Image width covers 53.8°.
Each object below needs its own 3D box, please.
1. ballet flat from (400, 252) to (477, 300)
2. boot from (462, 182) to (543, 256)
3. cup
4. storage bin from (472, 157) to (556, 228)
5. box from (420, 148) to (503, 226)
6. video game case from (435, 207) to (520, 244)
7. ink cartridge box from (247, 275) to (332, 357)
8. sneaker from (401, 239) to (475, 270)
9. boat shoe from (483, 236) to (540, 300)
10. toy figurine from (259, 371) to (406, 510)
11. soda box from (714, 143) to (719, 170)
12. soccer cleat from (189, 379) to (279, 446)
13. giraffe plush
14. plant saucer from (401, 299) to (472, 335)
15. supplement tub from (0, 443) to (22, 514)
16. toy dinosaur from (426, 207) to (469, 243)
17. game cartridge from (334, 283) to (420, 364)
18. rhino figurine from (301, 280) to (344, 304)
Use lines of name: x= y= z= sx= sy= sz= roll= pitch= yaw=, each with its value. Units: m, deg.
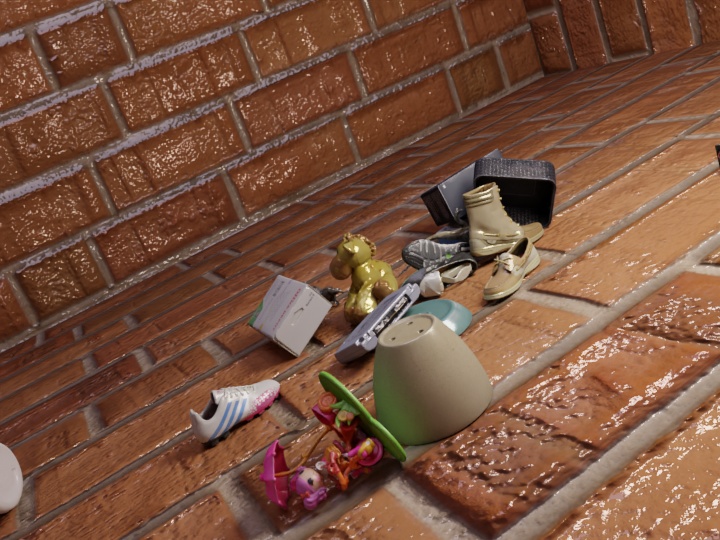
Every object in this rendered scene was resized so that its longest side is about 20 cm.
ballet flat: x=0.182 y=0.015 z=1.607 sx=0.197 sy=0.069 sz=0.068 roll=-29 pitch=26 yaw=-17
boot: x=0.334 y=-0.130 z=1.662 sx=0.196 sy=0.159 sz=0.073 roll=-15 pitch=10 yaw=-15
cup: x=0.097 y=0.158 z=1.138 sx=0.196 sy=0.146 sz=0.201 roll=-21 pitch=17 yaw=7
storage bin: x=0.371 y=-0.190 z=1.735 sx=0.195 sy=0.138 sz=0.095 roll=5 pitch=37 yaw=10
box: x=0.285 y=-0.219 z=1.912 sx=0.198 sy=0.105 sz=0.182 roll=-32 pitch=3 yaw=-8
video game case: x=0.327 y=-0.124 z=1.873 sx=0.180 sy=0.046 sz=0.198 roll=-36 pitch=21 yaw=-35
ink cartridge box: x=-0.170 y=0.103 z=1.672 sx=0.147 sy=0.087 sz=0.199 roll=-57 pitch=23 yaw=-10
sneaker: x=0.169 y=-0.028 z=1.701 sx=0.195 sy=0.077 sz=0.115 roll=2 pitch=-6 yaw=-24
boat shoe: x=0.310 y=-0.006 z=1.493 sx=0.073 sy=0.068 sz=0.199 roll=-7 pitch=23 yaw=42
toy figurine: x=-0.058 y=0.283 z=1.057 sx=0.184 sy=0.152 sz=0.199 roll=-42 pitch=47 yaw=-17
soda box: x=0.887 y=-0.283 z=1.573 sx=0.197 sy=0.072 sz=0.063 roll=-27 pitch=16 yaw=-13
soccer cleat: x=-0.243 y=0.256 z=1.386 sx=0.199 sy=0.088 sz=0.069 roll=-34 pitch=20 yaw=-33
giraffe plush: x=0.000 y=0.000 z=1.628 sx=0.201 sy=0.162 sz=0.172 roll=-49 pitch=14 yaw=-19
plant saucer: x=0.128 y=0.108 z=1.442 sx=0.196 sy=0.037 sz=0.201 roll=-22 pitch=17 yaw=7
supplement tub: x=-0.812 y=0.449 z=1.442 sx=0.196 sy=0.147 sz=0.145 roll=-22 pitch=16 yaw=3
toy dinosaur: x=0.260 y=-0.102 z=1.715 sx=0.195 sy=0.090 sz=0.048 roll=5 pitch=11 yaw=0
game cartridge: x=0.033 y=0.111 z=1.465 sx=0.200 sy=0.041 sz=0.132 roll=-45 pitch=10 yaw=-34
rhino figurine: x=-0.123 y=0.067 z=1.826 sx=0.196 sy=0.087 sz=0.061 roll=-12 pitch=59 yaw=31
